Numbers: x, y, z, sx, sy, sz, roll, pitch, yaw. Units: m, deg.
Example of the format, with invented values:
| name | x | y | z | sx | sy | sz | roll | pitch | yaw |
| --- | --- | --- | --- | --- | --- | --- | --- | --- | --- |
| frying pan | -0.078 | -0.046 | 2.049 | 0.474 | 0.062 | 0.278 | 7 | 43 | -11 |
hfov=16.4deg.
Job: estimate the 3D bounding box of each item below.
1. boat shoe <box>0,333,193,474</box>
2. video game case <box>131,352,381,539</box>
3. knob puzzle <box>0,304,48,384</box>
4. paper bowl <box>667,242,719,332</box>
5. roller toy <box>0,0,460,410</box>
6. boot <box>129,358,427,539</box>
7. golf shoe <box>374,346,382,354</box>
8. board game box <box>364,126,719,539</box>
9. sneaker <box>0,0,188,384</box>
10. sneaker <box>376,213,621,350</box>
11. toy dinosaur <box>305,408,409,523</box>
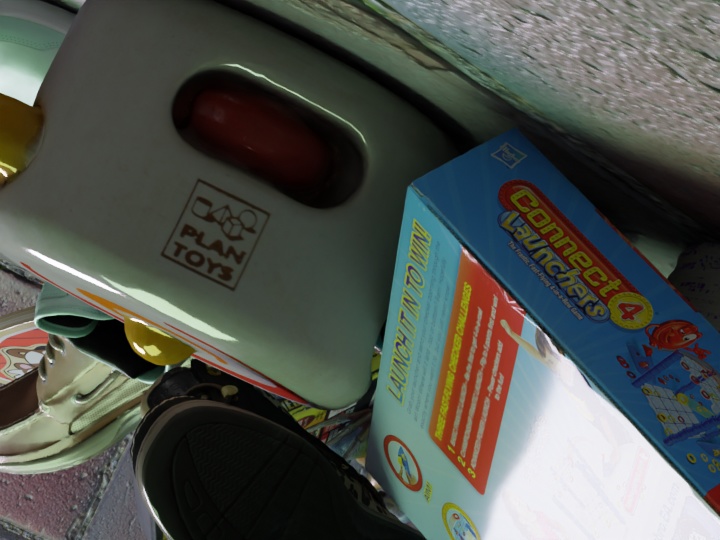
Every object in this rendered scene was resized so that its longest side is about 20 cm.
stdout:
| name | x | y | z | sx | sy | sz | roll | pitch | yaw |
| --- | --- | --- | --- | --- | --- | --- | --- | --- | --- |
| boat shoe | -0.135 | 0.046 | 1.332 | 0.072 | 0.199 | 0.076 | 54 | -156 | -29 |
| video game case | -0.042 | 0.090 | 1.400 | 0.026 | 0.180 | 0.200 | 61 | 169 | 11 |
| knob puzzle | -0.135 | 0.062 | 1.447 | 0.219 | 0.031 | 0.220 | 4 | 161 | 1 |
| paper bowl | 0.202 | 0.076 | 1.026 | 0.200 | 0.105 | 0.201 | 27 | 173 | 4 |
| roller toy | -0.062 | -0.026 | 1.065 | 0.182 | 0.140 | 0.200 | 20 | 171 | 39 |
| boot | -0.055 | 0.090 | 1.122 | 0.200 | 0.073 | 0.151 | 31 | -177 | -42 |
| golf shoe | 0.000 | 0.000 | 1.287 | 0.200 | 0.077 | 0.088 | 33 | 164 | 21 |
| board game box | 0.089 | 0.079 | 0.993 | 0.196 | 0.056 | 0.200 | 48 | 152 | 26 |
| sneaker | -0.135 | -0.037 | 1.194 | 0.200 | 0.118 | 0.074 | 45 | 137 | -5 |
| sneaker | 0.049 | 0.001 | 1.141 | 0.121 | 0.084 | 0.200 | 45 | 153 | 15 |
| toy dinosaur | 0.023 | 0.084 | 1.366 | 0.105 | 0.181 | 0.200 | 37 | -149 | -14 |
